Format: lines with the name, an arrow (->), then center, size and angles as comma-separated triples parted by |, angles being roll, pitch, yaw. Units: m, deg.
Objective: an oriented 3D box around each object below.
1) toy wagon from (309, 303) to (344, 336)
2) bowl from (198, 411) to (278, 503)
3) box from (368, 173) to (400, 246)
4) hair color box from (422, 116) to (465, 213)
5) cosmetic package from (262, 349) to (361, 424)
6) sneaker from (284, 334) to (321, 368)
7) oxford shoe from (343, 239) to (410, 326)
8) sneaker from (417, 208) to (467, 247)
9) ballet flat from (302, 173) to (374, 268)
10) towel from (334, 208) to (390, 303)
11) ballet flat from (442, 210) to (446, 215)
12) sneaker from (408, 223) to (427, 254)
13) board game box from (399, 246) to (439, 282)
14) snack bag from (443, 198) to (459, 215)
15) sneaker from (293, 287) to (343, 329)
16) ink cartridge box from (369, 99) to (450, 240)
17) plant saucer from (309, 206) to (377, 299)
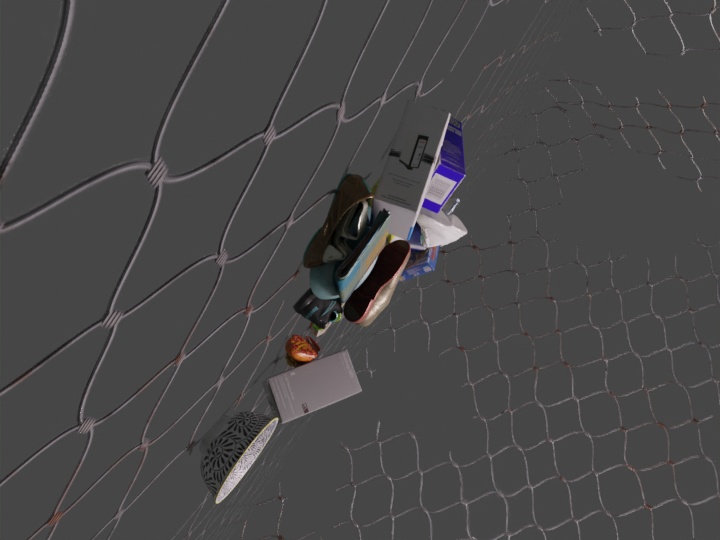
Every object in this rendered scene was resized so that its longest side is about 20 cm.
toy wagon -> -0.054, 0.070, 1.606 | 0.201, 0.039, 0.155 | -59, 171, 10
bowl -> -0.261, 0.354, 1.322 | 0.201, 0.094, 0.201 | -54, 170, -13
box -> 0.064, -0.133, 1.352 | 0.118, 0.048, 0.201 | -54, 155, -25
hair color box -> 0.160, -0.225, 1.354 | 0.110, 0.064, 0.201 | -55, -160, 40
cosmetic package -> -0.109, 0.261, 1.476 | 0.198, 0.108, 0.090 | -20, 171, -20
sneaker -> -0.138, 0.194, 1.503 | 0.077, 0.073, 0.200 | -46, 168, -2
oxford shoe -> 0.042, 0.027, 1.362 | 0.201, 0.070, 0.075 | -52, 145, 0
sneaker -> 0.156, -0.090, 1.441 | 0.088, 0.076, 0.199 | -40, 148, 22
ballet flat -> -0.033, -0.066, 1.109 | 0.068, 0.072, 0.201 | -19, 144, -57
towel -> 0.003, -0.020, 1.170 | 0.147, 0.022, 0.200 | -54, 173, -12
ballet flat -> 0.126, -0.153, 1.467 | 0.065, 0.070, 0.200 | -51, 130, -8
sneaker -> 0.117, -0.116, 1.578 | 0.115, 0.080, 0.201 | 129, -31, -54
board game box -> 0.100, -0.031, 1.594 | 0.199, 0.034, 0.136 | -21, -143, 36
snack bag -> 0.145, -0.118, 1.697 | 0.189, 0.021, 0.200 | -53, -153, -10
sneaker -> -0.074, 0.072, 1.359 | 0.076, 0.079, 0.200 | -49, 174, 19
ink cartridge box -> 0.087, -0.177, 1.181 | 0.146, 0.084, 0.202 | 95, 14, -73
plant saucer -> -0.018, -0.027, 1.255 | 0.200, 0.036, 0.201 | -39, 145, -34
